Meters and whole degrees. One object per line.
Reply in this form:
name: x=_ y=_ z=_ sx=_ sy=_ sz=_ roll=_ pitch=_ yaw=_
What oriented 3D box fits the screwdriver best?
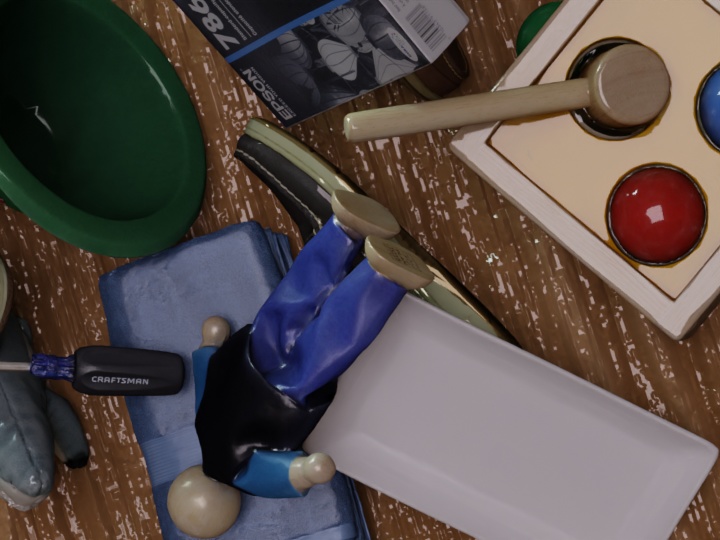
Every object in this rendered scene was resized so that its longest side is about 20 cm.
screwdriver: x=-0.189 y=0.048 z=1.344 sx=0.198 sy=0.029 sz=0.028 roll=6 pitch=51 yaw=-18

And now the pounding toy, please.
pounding toy: x=0.130 y=-0.075 z=1.323 sx=0.200 sy=0.142 sz=0.184 roll=40 pitch=95 yaw=8

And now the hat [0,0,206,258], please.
hat: x=-0.211 y=-0.059 z=1.419 sx=0.200 sy=0.166 sz=0.176 roll=49 pitch=130 yaw=-10

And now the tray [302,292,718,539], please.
tray: x=0.079 y=0.092 z=1.357 sx=0.199 sy=0.022 sz=0.108 roll=26 pitch=110 yaw=-8

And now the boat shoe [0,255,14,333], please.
boat shoe: x=-0.274 y=-0.002 z=1.382 sx=0.199 sy=0.076 sz=0.072 roll=13 pitch=87 yaw=39

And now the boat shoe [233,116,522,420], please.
boat shoe: x=0.000 y=0.000 z=1.378 sx=0.200 sy=0.073 sz=0.065 roll=43 pitch=90 yaw=8

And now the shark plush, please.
shark plush: x=-0.197 y=0.036 z=1.407 sx=0.090 sy=0.083 sz=0.202 roll=-3 pitch=72 yaw=-9

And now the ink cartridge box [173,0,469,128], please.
ink cartridge box: x=-0.033 y=-0.131 z=1.320 sx=0.100 sy=0.200 sz=0.039 roll=48 pitch=64 yaw=-12

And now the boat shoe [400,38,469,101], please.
boat shoe: x=0.017 y=-0.173 z=1.336 sx=0.067 sy=0.072 sz=0.201 roll=-23 pitch=126 yaw=10

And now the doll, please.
doll: x=-0.041 y=0.061 z=1.326 sx=0.200 sy=0.048 sz=0.137 roll=-54 pitch=45 yaw=20

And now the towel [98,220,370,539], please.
towel: x=-0.069 y=0.081 z=1.400 sx=0.111 sy=0.049 sz=0.202 roll=-17 pitch=87 yaw=9
